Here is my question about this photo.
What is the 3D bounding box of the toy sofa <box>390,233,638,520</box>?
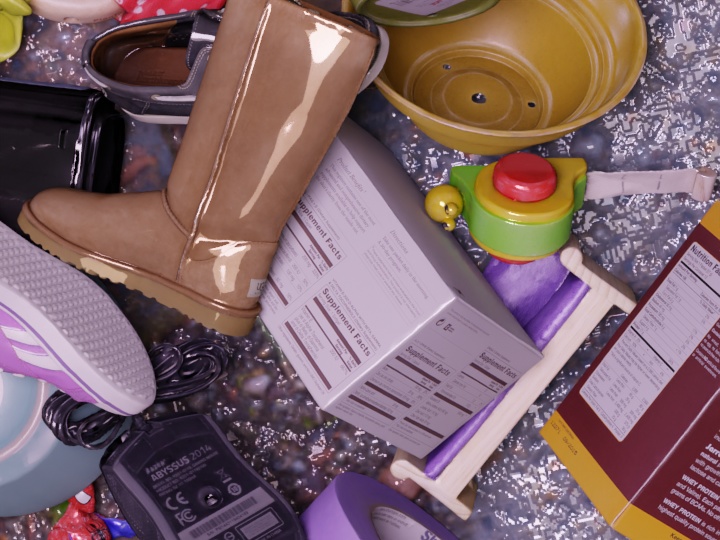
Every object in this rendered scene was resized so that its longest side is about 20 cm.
[{"bbox_3d":[0.094,0.064,1.321,0.098,0.083,0.200,38,100,-1],"label":"toy sofa"}]

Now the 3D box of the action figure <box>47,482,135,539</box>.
[{"bbox_3d":[-0.166,0.242,1.374,0.099,0.065,0.200,-9,98,30],"label":"action figure"}]

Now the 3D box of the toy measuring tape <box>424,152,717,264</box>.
[{"bbox_3d":[0.142,-0.040,1.250,0.200,0.074,0.074,-1,98,-9],"label":"toy measuring tape"}]

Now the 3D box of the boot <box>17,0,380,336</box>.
[{"bbox_3d":[-0.100,-0.083,1.164,0.175,0.066,0.200,24,103,9],"label":"boot"}]

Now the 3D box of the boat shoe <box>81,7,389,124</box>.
[{"bbox_3d":[-0.080,-0.132,1.201,0.200,0.068,0.072,-3,65,24],"label":"boat shoe"}]

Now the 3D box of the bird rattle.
[{"bbox_3d":[-0.188,-0.216,1.304,0.200,0.113,0.163,3,82,2],"label":"bird rattle"}]

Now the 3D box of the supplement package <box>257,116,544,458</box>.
[{"bbox_3d":[0.000,0.000,1.245,0.111,0.156,0.200,-40,61,10],"label":"supplement package"}]

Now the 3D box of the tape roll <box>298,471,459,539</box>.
[{"bbox_3d":[0.030,0.235,1.292,0.200,0.200,0.085,41,100,-1],"label":"tape roll"}]

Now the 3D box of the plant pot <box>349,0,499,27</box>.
[{"bbox_3d":[0.032,-0.262,1.201,0.187,0.187,0.200,-6,79,6],"label":"plant pot"}]

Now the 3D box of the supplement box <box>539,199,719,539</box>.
[{"bbox_3d":[0.268,0.100,1.250,0.197,0.133,0.200,32,101,-25],"label":"supplement box"}]

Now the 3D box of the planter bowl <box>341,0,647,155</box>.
[{"bbox_3d":[0.084,-0.138,1.271,0.200,0.200,0.083,13,143,4],"label":"planter bowl"}]

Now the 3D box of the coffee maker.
[{"bbox_3d":[-0.269,-0.066,1.267,0.200,0.192,0.135,8,118,5],"label":"coffee maker"}]

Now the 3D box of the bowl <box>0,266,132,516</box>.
[{"bbox_3d":[-0.259,0.075,1.315,0.201,0.105,0.201,0,89,3],"label":"bowl"}]

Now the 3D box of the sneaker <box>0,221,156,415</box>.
[{"bbox_3d":[-0.232,0.041,1.232,0.114,0.073,0.200,-37,115,27],"label":"sneaker"}]

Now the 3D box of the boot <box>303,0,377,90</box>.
[{"bbox_3d":[-0.040,-0.208,1.284,0.075,0.097,0.200,-26,95,18],"label":"boot"}]

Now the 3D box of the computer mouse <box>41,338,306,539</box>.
[{"bbox_3d":[-0.109,0.146,1.259,0.138,0.053,0.200,-22,61,-30],"label":"computer mouse"}]
